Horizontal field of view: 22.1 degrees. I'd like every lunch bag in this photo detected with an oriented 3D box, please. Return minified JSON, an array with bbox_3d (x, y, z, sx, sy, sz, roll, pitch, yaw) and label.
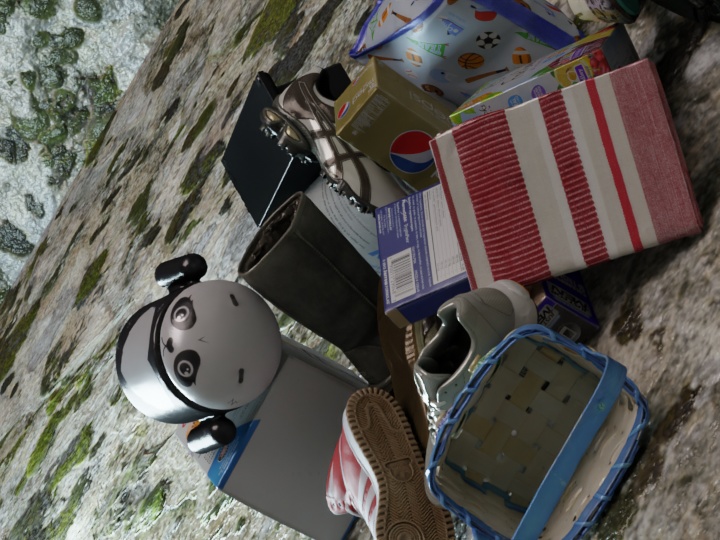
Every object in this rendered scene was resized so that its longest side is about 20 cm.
[{"bbox_3d":[0.114,-0.241,1.860,0.200,0.169,0.125,-13,53,66],"label":"lunch bag"}]

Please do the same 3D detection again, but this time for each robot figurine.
[{"bbox_3d":[-0.156,0.078,1.727,0.125,0.150,0.200,-53,16,-27],"label":"robot figurine"}]

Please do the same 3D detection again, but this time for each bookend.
[{"bbox_3d":[-0.028,-0.158,1.976,0.198,0.092,0.200,-24,-15,-23],"label":"bookend"}]

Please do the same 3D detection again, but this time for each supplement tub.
[{"bbox_3d":[0.027,-0.077,1.906,0.200,0.131,0.133,-43,27,41],"label":"supplement tub"}]

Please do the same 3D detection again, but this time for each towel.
[{"bbox_3d":[0.164,-0.072,1.491,0.199,0.023,0.145,-18,84,22],"label":"towel"}]

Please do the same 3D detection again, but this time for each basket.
[{"bbox_3d":[0.129,0.133,1.367,0.177,0.139,0.200,-59,10,3],"label":"basket"}]

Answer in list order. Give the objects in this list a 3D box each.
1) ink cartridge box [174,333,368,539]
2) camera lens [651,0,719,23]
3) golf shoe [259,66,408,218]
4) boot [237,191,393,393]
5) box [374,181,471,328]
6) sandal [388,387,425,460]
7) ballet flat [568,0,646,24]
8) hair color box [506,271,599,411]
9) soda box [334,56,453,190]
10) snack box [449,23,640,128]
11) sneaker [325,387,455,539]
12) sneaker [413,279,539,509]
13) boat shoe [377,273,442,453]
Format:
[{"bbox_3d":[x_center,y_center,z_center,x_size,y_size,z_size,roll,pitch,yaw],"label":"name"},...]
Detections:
[{"bbox_3d":[-0.072,0.154,1.819,0.148,0.144,0.200,-61,20,0],"label":"ink cartridge box"},{"bbox_3d":[0.296,-0.317,1.531,0.201,0.159,0.160,-60,20,3],"label":"camera lens"},{"bbox_3d":[-0.003,-0.118,1.783,0.095,0.200,0.078,-51,-14,5],"label":"golf shoe"},{"bbox_3d":[0.002,-0.001,1.736,0.182,0.200,0.072,-53,18,-24],"label":"boot"},{"bbox_3d":[0.108,-0.039,1.573,0.199,0.032,0.122,-24,46,22],"label":"box"},{"bbox_3d":[0.052,0.117,1.707,0.201,0.048,0.075,-61,20,-3],"label":"sandal"},{"bbox_3d":[0.225,-0.255,1.671,0.072,0.072,0.200,-50,-4,28],"label":"ballet flat"},{"bbox_3d":[0.135,0.022,1.613,0.109,0.065,0.200,-52,24,22],"label":"hair color box"},{"bbox_3d":[0.071,-0.113,1.743,0.064,0.199,0.068,-47,24,23],"label":"soda box"},{"bbox_3d":[0.165,-0.157,1.610,0.142,0.053,0.200,-25,7,17],"label":"snack box"},{"bbox_3d":[0.024,0.214,1.602,0.113,0.071,0.201,110,149,-53],"label":"sneaker"},{"bbox_3d":[0.072,0.102,1.490,0.076,0.092,0.201,30,115,43],"label":"sneaker"},{"bbox_3d":[0.061,0.070,1.653,0.073,0.064,0.201,132,136,-54],"label":"boat shoe"}]
